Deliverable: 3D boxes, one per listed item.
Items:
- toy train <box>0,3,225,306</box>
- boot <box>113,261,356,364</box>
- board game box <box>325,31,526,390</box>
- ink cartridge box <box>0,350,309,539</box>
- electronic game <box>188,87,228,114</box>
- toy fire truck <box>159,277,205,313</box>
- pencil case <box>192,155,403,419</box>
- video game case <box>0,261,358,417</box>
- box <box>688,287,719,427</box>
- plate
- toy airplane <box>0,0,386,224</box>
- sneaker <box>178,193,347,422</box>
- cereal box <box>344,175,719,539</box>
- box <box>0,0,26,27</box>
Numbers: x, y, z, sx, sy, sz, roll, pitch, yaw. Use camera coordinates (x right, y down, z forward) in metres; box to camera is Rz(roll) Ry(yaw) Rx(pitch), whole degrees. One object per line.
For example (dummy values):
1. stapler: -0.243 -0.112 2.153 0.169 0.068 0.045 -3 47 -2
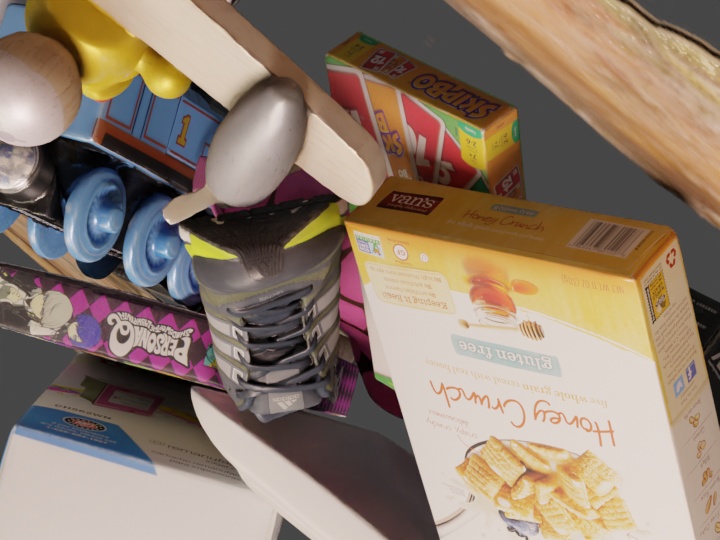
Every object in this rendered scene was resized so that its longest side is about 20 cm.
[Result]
1. toy train: -0.116 -0.054 1.171 0.086 0.115 0.200 16 175 25
2. boot: -0.098 0.014 1.622 0.200 0.070 0.132 35 174 40
3. board game box: 0.036 -0.001 1.040 0.095 0.030 0.201 29 144 39
4. ink cartridge box: -0.111 0.116 1.290 0.144 0.085 0.200 16 -171 0
5. electronic game: -0.055 -0.035 1.343 0.200 0.042 0.200 36 169 8
6. toy fire truck: -0.133 -0.039 1.395 0.141 0.049 0.200 40 176 29
7. pencil case: 0.000 0.000 1.199 0.093 0.091 0.200 -10 141 26
8. video game case: -0.099 0.039 1.287 0.180 0.036 0.200 14 177 6
9. box: 0.116 0.043 1.106 0.200 0.048 0.193 30 164 40
10. plate: 0.027 0.132 1.188 0.199 0.032 0.200 34 -172 31
11. toy airplane: -0.098 -0.108 0.932 0.200 0.141 0.199 29 165 41
12. sneaker: -0.034 0.018 1.025 0.200 0.073 0.082 81 178 -81
13. cereal box: 0.080 0.061 0.990 0.143 0.040 0.201 11 131 37
14. box: -0.251 -0.200 1.178 0.200 0.097 0.177 21 157 53
